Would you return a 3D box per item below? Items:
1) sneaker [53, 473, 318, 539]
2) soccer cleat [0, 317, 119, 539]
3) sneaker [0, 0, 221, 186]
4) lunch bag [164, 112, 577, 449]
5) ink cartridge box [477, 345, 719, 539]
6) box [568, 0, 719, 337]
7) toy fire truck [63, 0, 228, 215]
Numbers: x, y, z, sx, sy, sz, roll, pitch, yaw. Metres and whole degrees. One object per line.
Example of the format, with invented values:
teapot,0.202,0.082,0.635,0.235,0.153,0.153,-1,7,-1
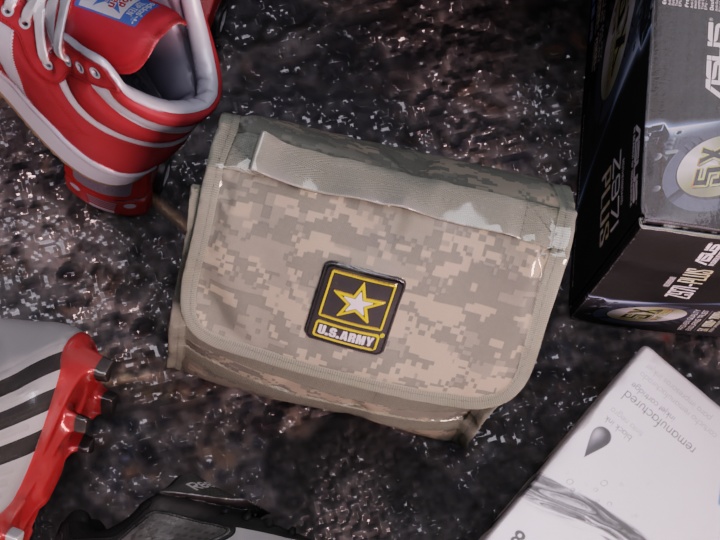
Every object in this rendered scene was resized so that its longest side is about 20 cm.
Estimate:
sneaker,-0.060,0.134,0.980,0.200,0.066,0.091,-8,64,13
soccer cleat,-0.185,0.102,0.981,0.085,0.069,0.200,17,55,12
sneaker,-0.147,-0.122,0.922,0.200,0.112,0.071,38,61,-17
lunch bag,0.000,0.000,0.972,0.164,0.200,0.118,14,72,-3
ink cartridge box,0.114,0.151,1.009,0.116,0.067,0.200,40,74,5
box,0.164,-0.085,1.033,0.086,0.164,0.200,7,74,-4
toy fire truck,-0.095,-0.138,1.032,0.049,0.141,0.200,18,73,1
